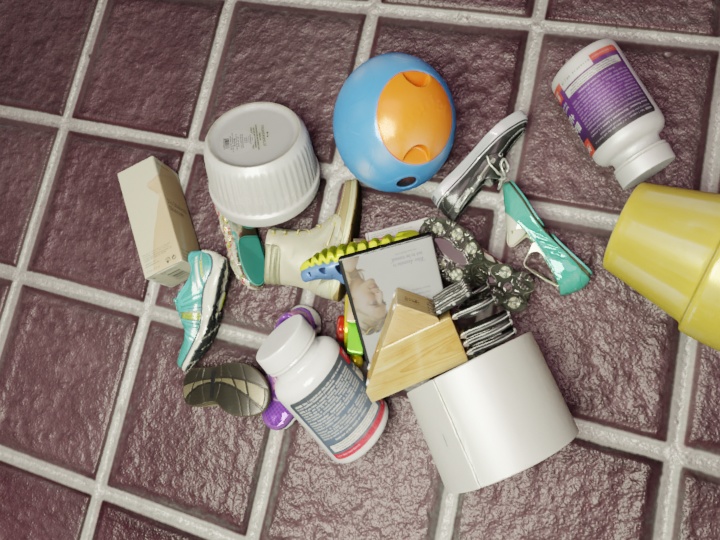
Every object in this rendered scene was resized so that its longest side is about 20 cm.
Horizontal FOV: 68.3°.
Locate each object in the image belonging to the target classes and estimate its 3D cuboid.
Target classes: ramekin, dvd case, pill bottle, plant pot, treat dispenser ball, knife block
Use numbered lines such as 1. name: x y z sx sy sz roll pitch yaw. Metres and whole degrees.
1. ramekin: -0.166 -0.184 0.879 0.191 0.107 0.206 -2 54 2
2. dvd case: 0.058 0.060 0.774 0.137 0.018 0.207 -14 107 8
3. pill bottle: -0.057 0.170 0.783 0.118 0.120 0.202 -38 108 2
4. plant pot: 0.448 -0.023 0.727 0.185 0.200 0.206 28 86 31
5. pill bottle: 0.387 -0.234 0.809 0.108 0.111 0.206 -26 75 6
6. treat dispenser ball: 0.053 -0.229 0.833 0.192 0.201 0.210 -2 79 11
7. knife block: 0.112 0.105 0.740 0.169 0.064 0.207 19 108 -1

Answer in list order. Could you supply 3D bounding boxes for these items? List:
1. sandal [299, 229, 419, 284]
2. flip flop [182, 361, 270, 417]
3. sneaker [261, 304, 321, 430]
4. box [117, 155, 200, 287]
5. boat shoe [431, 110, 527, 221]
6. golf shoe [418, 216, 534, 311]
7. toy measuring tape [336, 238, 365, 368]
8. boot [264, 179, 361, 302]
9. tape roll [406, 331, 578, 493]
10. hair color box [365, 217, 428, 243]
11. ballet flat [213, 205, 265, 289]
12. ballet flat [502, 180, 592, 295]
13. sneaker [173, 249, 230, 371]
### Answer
1. sandal: 0.000 0.000 0.803 0.192 0.080 0.091 -8 103 15
2. flip flop: -0.218 0.198 0.879 0.194 0.057 0.085 -8 70 34
3. sneaker: -0.124 0.154 0.859 0.077 0.088 0.208 12 84 12
4. box: -0.354 -0.085 0.949 0.075 0.095 0.207 -22 77 6
5. boat shoe: 0.204 -0.164 0.854 0.199 0.074 0.068 -44 74 3
6. golf shoe: 0.169 -0.005 0.814 0.197 0.088 0.078 36 93 6
7. toy measuring tape: -0.005 0.056 0.863 0.070 0.074 0.209 -1 75 11
8. boot: -0.080 -0.064 0.898 0.149 0.072 0.208 11 84 13
9. tape roll: 0.177 0.193 0.731 0.197 0.203 0.143 -27 76 5
10. hair color box: 0.079 0.032 0.851 0.107 0.064 0.208 -13 79 8
11. ballet flat: -0.213 -0.054 0.935 0.063 0.074 0.207 -29 68 37
12. ballet flat: 0.269 -0.045 0.822 0.070 0.067 0.202 -40 76 12
13. sneaker: -0.277 0.066 0.900 0.077 0.077 0.208 15 94 4
